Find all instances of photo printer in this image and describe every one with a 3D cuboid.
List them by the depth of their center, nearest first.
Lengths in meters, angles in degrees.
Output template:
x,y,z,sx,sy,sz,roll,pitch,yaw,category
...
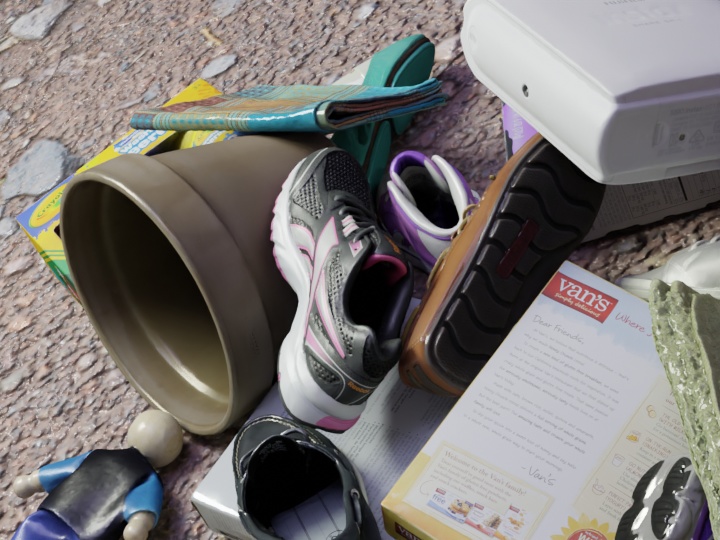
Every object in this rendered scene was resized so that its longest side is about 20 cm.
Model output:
x,y,z,sx,sy,sz,roll,pitch,yaw,category
0.167,-0.133,0.985,0.164,0.070,0.200,-10,34,-22,photo printer

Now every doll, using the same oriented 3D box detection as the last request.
x,y,z,sx,sy,sz,roll,pitch,yaw,category
-0.193,0.170,1.056,0.136,0.049,0.200,17,58,43,doll

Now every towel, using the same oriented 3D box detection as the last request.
x,y,z,sx,sy,sz,roll,pitch,yaw,category
0.222,0.094,0.806,0.037,0.147,0.201,-53,26,31,towel
-0.054,-0.122,1.158,0.198,0.022,0.146,5,16,40,towel

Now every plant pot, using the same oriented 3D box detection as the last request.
x,y,z,sx,sy,sz,roll,pitch,yaw,category
-0.086,-0.013,1.100,0.173,0.202,0.199,-31,34,-29,plant pot

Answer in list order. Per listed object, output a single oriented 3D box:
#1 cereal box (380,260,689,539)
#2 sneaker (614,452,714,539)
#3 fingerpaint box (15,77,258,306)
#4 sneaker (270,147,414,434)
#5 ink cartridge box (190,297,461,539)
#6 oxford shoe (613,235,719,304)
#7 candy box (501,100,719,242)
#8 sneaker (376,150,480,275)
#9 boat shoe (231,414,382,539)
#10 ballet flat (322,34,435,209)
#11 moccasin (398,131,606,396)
x,y,z,sx,sy,sz,roll,pitch,yaw,category
0.125,0.102,0.894,0.143,0.040,0.200,29,62,25,cereal box
0.156,0.192,0.780,0.202,0.083,0.081,-63,9,-16,sneaker
-0.156,-0.049,1.260,0.199,0.074,0.167,-38,38,-11,fingerpaint box
0.000,0.000,0.983,0.086,0.080,0.202,-41,42,39,sneaker
0.021,0.106,0.993,0.198,0.041,0.200,13,54,40,ink cartridge box
0.223,0.005,0.913,0.199,0.074,0.059,-8,65,63,oxford shoe
0.202,-0.115,1.099,0.198,0.072,0.169,-17,39,16,candy box
0.048,-0.052,1.095,0.072,0.115,0.201,-33,33,-3,sneaker
-0.038,0.127,0.909,0.074,0.067,0.200,-28,32,-1,boat shoe
0.001,-0.120,1.236,0.069,0.068,0.201,11,51,15,ballet flat
0.089,-0.009,0.979,0.203,0.073,0.078,-62,19,-16,moccasin
